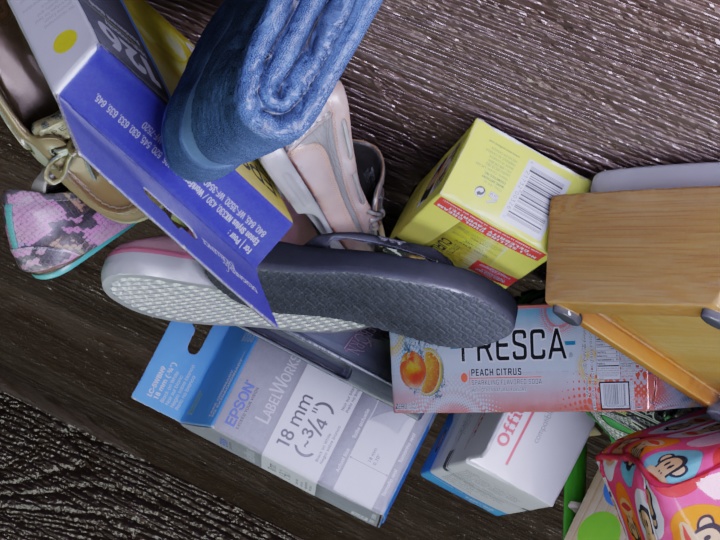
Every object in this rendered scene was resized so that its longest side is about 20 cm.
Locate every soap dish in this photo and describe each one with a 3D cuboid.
[{"bbox_3d":[0.193,0.017,1.288,0.157,0.082,0.200,33,167,-21],"label":"soap dish"}]

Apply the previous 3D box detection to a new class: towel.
[{"bbox_3d":[-0.049,-0.102,1.262,0.048,0.112,0.200,30,169,-13],"label":"towel"}]

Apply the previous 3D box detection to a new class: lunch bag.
[{"bbox_3d":[0.230,0.105,1.425,0.200,0.175,0.082,-167,56,-85],"label":"lunch bag"}]

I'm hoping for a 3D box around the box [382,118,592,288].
[{"bbox_3d":[0.068,-0.029,1.456,0.075,0.050,0.200,29,168,-4],"label":"box"}]

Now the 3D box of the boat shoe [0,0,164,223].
[{"bbox_3d":[-0.182,-0.107,1.493,0.200,0.073,0.063,51,-167,-8],"label":"boat shoe"}]

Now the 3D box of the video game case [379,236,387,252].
[{"bbox_3d":[-0.057,-0.038,1.795,0.199,0.018,0.143,28,168,1],"label":"video game case"}]

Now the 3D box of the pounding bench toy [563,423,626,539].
[{"bbox_3d":[0.188,0.177,1.804,0.199,0.157,0.124,19,166,39],"label":"pounding bench toy"}]

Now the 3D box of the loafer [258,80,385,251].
[{"bbox_3d":[-0.010,-0.054,1.514,0.072,0.063,0.200,61,-175,23],"label":"loafer"}]

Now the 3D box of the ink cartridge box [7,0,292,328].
[{"bbox_3d":[-0.114,-0.090,1.411,0.198,0.047,0.200,44,-169,-49],"label":"ink cartridge box"}]

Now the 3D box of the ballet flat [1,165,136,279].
[{"bbox_3d":[-0.137,-0.063,1.587,0.069,0.200,0.072,5,117,47],"label":"ballet flat"}]

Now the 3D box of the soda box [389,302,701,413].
[{"bbox_3d":[0.110,0.050,1.513,0.199,0.064,0.068,-3,179,44],"label":"soda box"}]

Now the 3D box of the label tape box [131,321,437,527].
[{"bbox_3d":[-0.042,0.067,1.803,0.199,0.145,0.063,26,169,5],"label":"label tape box"}]

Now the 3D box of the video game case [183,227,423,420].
[{"bbox_3d":[-0.031,0.022,1.718,0.199,0.019,0.143,26,-157,5],"label":"video game case"}]

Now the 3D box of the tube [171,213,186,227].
[{"bbox_3d":[-0.028,-0.006,1.703,0.199,0.058,0.052,29,147,-6],"label":"tube"}]

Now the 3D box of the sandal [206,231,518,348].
[{"bbox_3d":[-0.001,0.000,1.485,0.199,0.043,0.076,10,154,31],"label":"sandal"}]

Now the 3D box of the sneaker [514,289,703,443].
[{"bbox_3d":[0.178,0.079,1.603,0.199,0.078,0.085,31,168,-10],"label":"sneaker"}]

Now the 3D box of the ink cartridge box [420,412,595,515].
[{"bbox_3d":[0.111,0.096,1.730,0.068,0.116,0.200,28,169,-5],"label":"ink cartridge box"}]

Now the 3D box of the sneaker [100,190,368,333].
[{"bbox_3d":[-0.074,-0.023,1.611,0.199,0.105,0.075,7,161,-35],"label":"sneaker"}]
